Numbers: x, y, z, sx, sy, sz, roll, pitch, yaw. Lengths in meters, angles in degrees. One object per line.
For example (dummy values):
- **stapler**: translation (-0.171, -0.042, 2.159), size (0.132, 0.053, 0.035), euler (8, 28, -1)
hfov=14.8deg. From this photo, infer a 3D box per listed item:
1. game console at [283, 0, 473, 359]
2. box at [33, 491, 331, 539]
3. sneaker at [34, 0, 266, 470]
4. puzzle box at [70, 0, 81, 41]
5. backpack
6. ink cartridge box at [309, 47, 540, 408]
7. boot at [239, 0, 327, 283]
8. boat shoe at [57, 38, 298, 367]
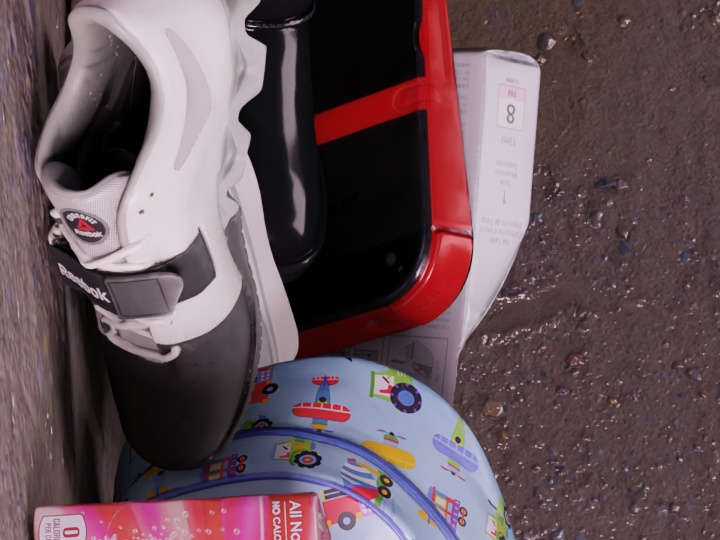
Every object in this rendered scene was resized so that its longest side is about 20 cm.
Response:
- **game console**: translation (-0.034, -0.047, 1.255), size (0.031, 0.200, 0.177), euler (16, 65, -46)
- **box**: translation (-0.055, 0.181, 0.945), size (0.095, 0.100, 0.200), euler (84, 3, -74)
- **sneaker**: translation (-0.086, -0.015, 1.022), size (0.088, 0.074, 0.200), euler (-23, 118, -53)
- **puzzle box**: translation (-0.107, -0.119, 1.226), size (0.133, 0.025, 0.200), euler (86, 1, -56)
- **backpack**: translation (-0.021, 0.143, 1.106), size (0.135, 0.182, 0.200), euler (-53, 128, -63)
- **ink cartridge box**: translation (0.000, 0.000, 1.263), size (0.057, 0.162, 0.200), euler (2, 90, -48)
- **boot**: translation (-0.038, -0.116, 1.164), size (0.162, 0.073, 0.198), euler (120, -34, -54)
- **boat shoe**: translation (-0.083, -0.007, 1.120), size (0.069, 0.072, 0.200), euler (-57, 149, -34)
